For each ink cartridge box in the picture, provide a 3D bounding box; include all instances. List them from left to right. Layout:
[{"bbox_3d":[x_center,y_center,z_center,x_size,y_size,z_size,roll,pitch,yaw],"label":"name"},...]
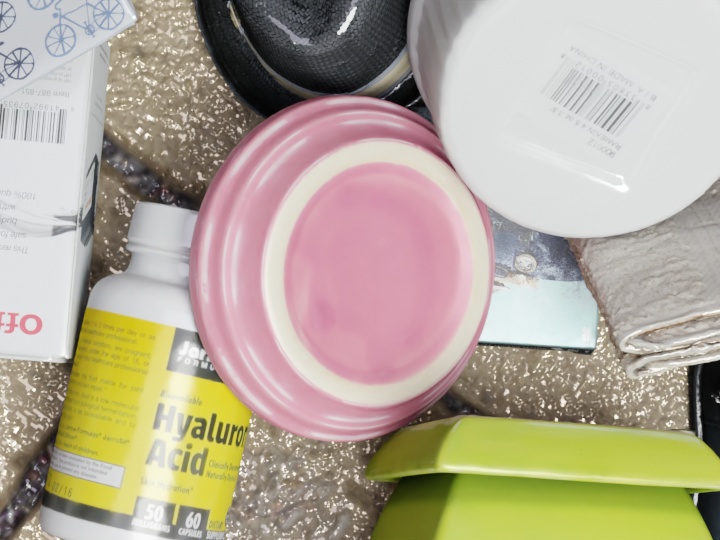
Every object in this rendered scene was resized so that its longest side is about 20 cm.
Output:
[{"bbox_3d":[-0.233,-0.049,1.232,0.144,0.084,0.202,5,86,0],"label":"ink cartridge box"}]

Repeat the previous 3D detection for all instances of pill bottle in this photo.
[{"bbox_3d":[-0.116,0.066,1.212,0.110,0.111,0.202,12,87,1],"label":"pill bottle"}]

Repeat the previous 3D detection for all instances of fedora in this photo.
[{"bbox_3d":[-0.025,-0.187,1.217,0.199,0.092,0.202,-2,81,13],"label":"fedora"}]

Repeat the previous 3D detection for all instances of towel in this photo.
[{"bbox_3d":[0.189,-0.010,1.165,0.131,0.200,0.035,-13,118,-1],"label":"towel"}]

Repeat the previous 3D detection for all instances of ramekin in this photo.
[{"bbox_3d":[0.128,-0.116,1.152,0.199,0.098,0.202,-2,124,-2],"label":"ramekin"}]

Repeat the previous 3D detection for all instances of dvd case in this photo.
[{"bbox_3d":[0.050,-0.028,1.264,0.198,0.022,0.147,4,87,1],"label":"dvd case"}]

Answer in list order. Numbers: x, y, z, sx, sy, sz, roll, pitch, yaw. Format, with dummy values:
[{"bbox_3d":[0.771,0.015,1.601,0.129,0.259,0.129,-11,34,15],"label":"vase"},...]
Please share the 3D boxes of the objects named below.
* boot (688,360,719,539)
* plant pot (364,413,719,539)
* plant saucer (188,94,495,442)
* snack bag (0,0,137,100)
[{"bbox_3d":[0.239,0.128,1.181,0.076,0.168,0.202,-5,87,-4],"label":"boot"},{"bbox_3d":[0.099,0.178,1.156,0.198,0.199,0.183,5,81,-12],"label":"plant pot"},{"bbox_3d":[0.000,0.000,1.182,0.199,0.051,0.202,-3,96,-30],"label":"plant saucer"},{"bbox_3d":[-0.241,-0.186,1.170,0.188,0.021,0.201,-26,82,15],"label":"snack bag"}]
